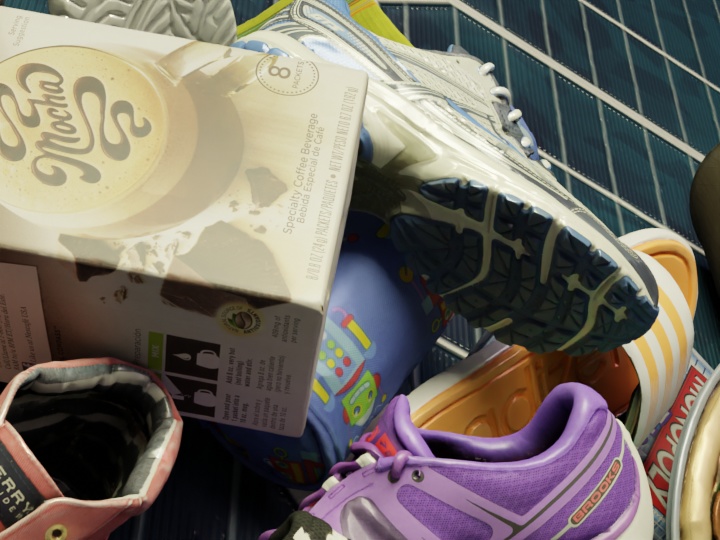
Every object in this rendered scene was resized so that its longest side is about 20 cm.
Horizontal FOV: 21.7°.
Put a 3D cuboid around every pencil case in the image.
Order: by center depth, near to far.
[{"bbox_3d":[0.000,0.000,0.795,0.200,0.087,0.078,-53,137,-36],"label":"pencil case"}]

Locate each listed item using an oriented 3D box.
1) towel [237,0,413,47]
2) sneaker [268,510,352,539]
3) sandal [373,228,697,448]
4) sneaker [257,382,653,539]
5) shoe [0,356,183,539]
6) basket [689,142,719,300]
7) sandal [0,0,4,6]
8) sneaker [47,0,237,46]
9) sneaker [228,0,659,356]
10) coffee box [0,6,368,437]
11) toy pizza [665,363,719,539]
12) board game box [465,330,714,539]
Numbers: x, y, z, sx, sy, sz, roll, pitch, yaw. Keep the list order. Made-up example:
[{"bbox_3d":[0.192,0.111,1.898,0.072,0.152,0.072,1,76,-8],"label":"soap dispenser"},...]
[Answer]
[{"bbox_3d":[-0.023,-0.100,0.897,0.018,0.086,0.200,55,3,-24],"label":"towel"},{"bbox_3d":[0.006,0.116,0.581,0.199,0.088,0.076,-8,6,-10],"label":"sneaker"},{"bbox_3d":[0.091,0.056,0.794,0.206,0.059,0.079,-33,119,-33],"label":"sandal"},{"bbox_3d":[0.001,0.091,0.654,0.081,0.200,0.084,-140,-149,-73],"label":"sneaker"},{"bbox_3d":[-0.135,0.085,0.575,0.071,0.091,0.200,48,30,11],"label":"shoe"},{"bbox_3d":[0.281,0.033,1.089,0.180,0.136,0.200,33,34,-24],"label":"basket"},{"bbox_3d":[-0.165,-0.101,0.719,0.076,0.200,0.043,6,61,9],"label":"sandal"},{"bbox_3d":[-0.099,-0.094,0.802,0.130,0.079,0.199,53,-9,44],"label":"sneaker"},{"bbox_3d":[0.041,-0.046,0.744,0.200,0.077,0.085,35,51,-4],"label":"sneaker"},{"bbox_3d":[-0.106,-0.024,0.664,0.199,0.080,0.113,10,50,0],"label":"coffee box"},{"bbox_3d":[0.209,0.129,0.872,0.200,0.032,0.201,9,77,-46],"label":"toy pizza"},{"bbox_3d":[0.137,0.095,0.907,0.200,0.062,0.200,41,30,1],"label":"board game box"}]
